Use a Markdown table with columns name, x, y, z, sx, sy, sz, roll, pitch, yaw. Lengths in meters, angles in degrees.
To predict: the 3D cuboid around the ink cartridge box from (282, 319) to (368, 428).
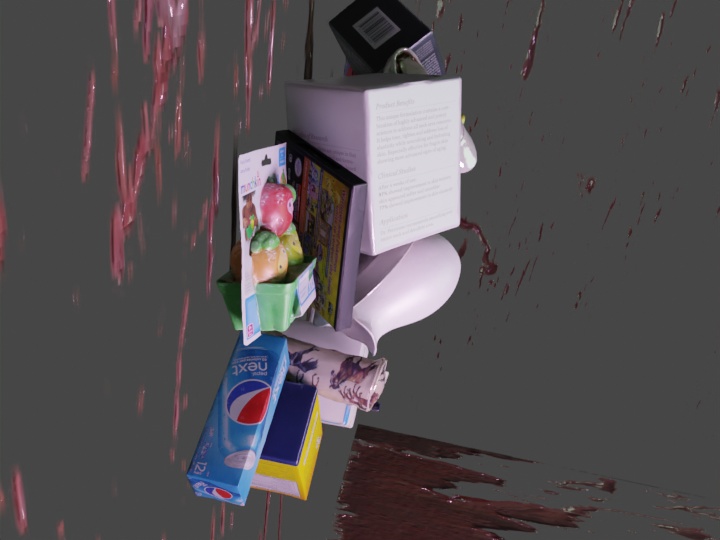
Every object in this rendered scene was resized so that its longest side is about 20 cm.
| name | x | y | z | sx | sy | sz | roll | pitch | yaw |
| --- | --- | --- | --- | --- | --- | --- | --- | --- | --- |
| ink cartridge box | -0.072 | 0.179 | 1.120 | 0.200 | 0.144 | 0.148 | 80 | 22 | -74 |

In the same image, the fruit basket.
| name | x | y | z | sx | sy | sz | roll | pitch | yaw |
| --- | --- | --- | --- | --- | --- | --- | --- | --- | --- |
| fruit basket | -0.098 | -0.038 | 0.751 | 0.185 | 0.094 | 0.200 | -59 | 156 | -74 |

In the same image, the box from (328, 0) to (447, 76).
| name | x | y | z | sx | sy | sz | roll | pitch | yaw |
| --- | --- | --- | --- | --- | --- | --- | --- | --- | --- |
| box | 0.058 | -0.332 | 1.079 | 0.107 | 0.149 | 0.200 | -37 | 152 | 1 |

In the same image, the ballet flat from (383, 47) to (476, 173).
| name | x | y | z | sx | sy | sz | roll | pitch | yaw |
| --- | --- | --- | --- | --- | --- | --- | --- | --- | --- |
| ballet flat | 0.096 | -0.225 | 0.917 | 0.200 | 0.069 | 0.069 | 58 | -1 | 9 |

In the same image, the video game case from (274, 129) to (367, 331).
| name | x | y | z | sx | sy | sz | roll | pitch | yaw |
| --- | --- | --- | --- | --- | --- | --- | --- | --- | --- |
| video game case | -0.060 | -0.052 | 0.835 | 0.181 | 0.025 | 0.200 | 41 | -46 | 43 |

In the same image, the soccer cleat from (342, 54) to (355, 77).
| name | x | y | z | sx | sy | sz | roll | pitch | yaw |
| --- | --- | --- | --- | --- | --- | --- | --- | --- | --- |
| soccer cleat | -0.007 | -0.356 | 1.208 | 0.076 | 0.067 | 0.200 | -62 | 165 | -57 |

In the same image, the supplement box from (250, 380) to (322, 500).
| name | x | y | z | sx | sy | sz | roll | pitch | yaw |
| --- | --- | --- | --- | --- | --- | --- | --- | --- | --- |
| supplement box | -0.121 | 0.240 | 0.943 | 0.200 | 0.109 | 0.110 | 92 | 11 | -58 |

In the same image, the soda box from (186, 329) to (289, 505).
| name | x | y | z | sx | sy | sz | roll | pitch | yaw |
| --- | --- | --- | --- | --- | --- | --- | --- | --- | --- |
| soda box | -0.145 | 0.177 | 0.815 | 0.068 | 0.064 | 0.200 | 93 | 9 | -52 |

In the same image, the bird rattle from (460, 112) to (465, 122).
| name | x | y | z | sx | sy | sz | roll | pitch | yaw |
| --- | --- | --- | --- | --- | --- | --- | --- | --- | --- |
| bird rattle | 0.072 | -0.163 | 1.021 | 0.163 | 0.112 | 0.200 | -87 | -161 | -49 |

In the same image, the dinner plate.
| name | x | y | z | sx | sy | sz | roll | pitch | yaw |
| --- | --- | --- | --- | --- | --- | --- | --- | --- | --- |
| dinner plate | 0.000 | 0.000 | 0.925 | 0.200 | 0.024 | 0.200 | -40 | -167 | 12 |

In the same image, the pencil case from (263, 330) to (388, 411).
| name | x | y | z | sx | sy | sz | roll | pitch | yaw |
| --- | --- | --- | --- | --- | --- | --- | --- | --- | --- |
| pencil case | -0.061 | 0.141 | 0.945 | 0.089 | 0.200 | 0.078 | 46 | 58 | -73 |

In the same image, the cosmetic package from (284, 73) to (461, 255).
| name | x | y | z | sx | sy | sz | roll | pitch | yaw |
| --- | --- | --- | --- | --- | --- | --- | --- | --- | --- |
| cosmetic package | 0.019 | -0.149 | 0.866 | 0.167 | 0.166 | 0.200 | -18 | 116 | -37 |

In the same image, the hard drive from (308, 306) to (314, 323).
| name | x | y | z | sx | sy | sz | roll | pitch | yaw |
| --- | --- | --- | --- | --- | --- | --- | --- | --- | --- |
| hard drive | -0.090 | 0.135 | 1.458 | 0.200 | 0.027 | 0.132 | 84 | 18 | -69 |

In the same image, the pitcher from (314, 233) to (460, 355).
| name | x | y | z | sx | sy | sz | roll | pitch | yaw |
| --- | --- | --- | --- | --- | --- | --- | --- | --- | --- |
| pitcher | 0.038 | 0.025 | 0.994 | 0.200 | 0.171 | 0.121 | -38 | 120 | -24 |
